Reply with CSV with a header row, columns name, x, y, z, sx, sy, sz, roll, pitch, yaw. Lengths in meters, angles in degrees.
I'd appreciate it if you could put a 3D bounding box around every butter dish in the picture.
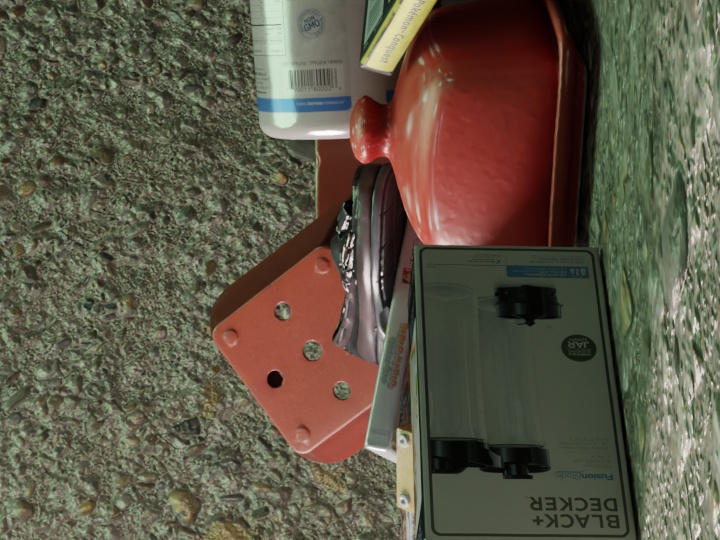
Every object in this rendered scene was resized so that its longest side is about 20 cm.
name,x,y,z,sx,sy,sz,roll,pitch,yaw
butter dish,0.066,-0.094,1.078,0.200,0.147,0.200,-93,2,-63

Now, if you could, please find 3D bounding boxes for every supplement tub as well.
name,x,y,z,sx,sy,sz,roll,pitch,yaw
supplement tub,-0.018,-0.202,1.206,0.132,0.131,0.201,-96,4,-81

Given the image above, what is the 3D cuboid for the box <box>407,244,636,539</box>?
name,x,y,z,sx,sy,sz,roll,pitch,yaw
box,0.087,0.081,0.922,0.060,0.116,0.200,94,177,-53

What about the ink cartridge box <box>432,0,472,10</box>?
name,x,y,z,sx,sy,sz,roll,pitch,yaw
ink cartridge box,0.093,-0.223,1.317,0.200,0.082,0.146,-96,5,-75

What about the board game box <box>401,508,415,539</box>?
name,x,y,z,sx,sy,sz,roll,pitch,yaw
board game box,0.087,0.204,1.447,0.200,0.096,0.160,92,177,-76

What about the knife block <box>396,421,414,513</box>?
name,x,y,z,sx,sy,sz,roll,pitch,yaw
knife block,0.117,0.132,1.188,0.200,0.175,0.064,15,114,42

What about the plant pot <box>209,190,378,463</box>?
name,x,y,z,sx,sy,sz,roll,pitch,yaw
plant pot,-0.021,0.058,1.444,0.200,0.200,0.176,53,-165,1

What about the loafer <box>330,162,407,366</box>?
name,x,y,z,sx,sy,sz,roll,pitch,yaw
loafer,0.000,0.000,1.213,0.200,0.063,0.072,84,-159,-46

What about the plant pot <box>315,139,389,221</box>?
name,x,y,z,sx,sy,sz,roll,pitch,yaw
plant pot,0.042,-0.098,1.635,0.200,0.177,0.201,180,90,-88

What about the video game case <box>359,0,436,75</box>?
name,x,y,z,sx,sy,sz,roll,pitch,yaw
video game case,0.048,-0.253,1.022,0.181,0.025,0.201,126,155,-55

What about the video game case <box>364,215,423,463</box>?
name,x,y,z,sx,sy,sz,roll,pitch,yaw
video game case,0.048,0.060,1.263,0.200,0.023,0.183,45,-125,-73
